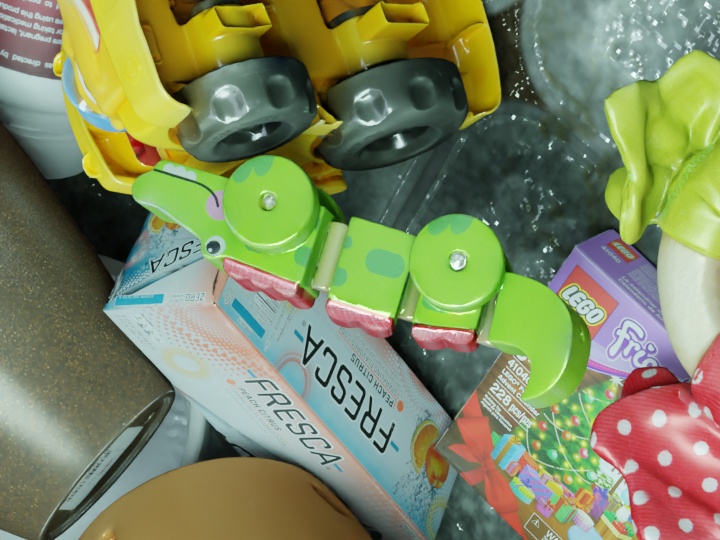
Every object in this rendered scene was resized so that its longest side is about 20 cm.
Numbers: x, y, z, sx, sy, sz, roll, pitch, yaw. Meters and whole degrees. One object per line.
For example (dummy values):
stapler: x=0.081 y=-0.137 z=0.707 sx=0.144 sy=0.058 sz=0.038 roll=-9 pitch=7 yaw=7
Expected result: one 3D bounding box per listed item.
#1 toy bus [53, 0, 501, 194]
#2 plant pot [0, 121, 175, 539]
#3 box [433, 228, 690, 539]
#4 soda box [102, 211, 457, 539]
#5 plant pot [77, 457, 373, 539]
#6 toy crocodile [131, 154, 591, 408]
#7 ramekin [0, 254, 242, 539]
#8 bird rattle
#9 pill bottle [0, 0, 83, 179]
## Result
toy bus: x=-0.070 y=-0.091 z=0.995 sx=0.192 sy=0.199 sz=0.136 roll=-32 pitch=70 yaw=43
plant pot: x=-0.189 y=0.026 z=1.015 sx=0.200 sy=0.187 sz=0.187 roll=41 pitch=124 yaw=7
box: x=0.141 y=0.098 z=0.998 sx=0.200 sy=0.039 sz=0.137 roll=44 pitch=124 yaw=17
soda box: x=-0.030 y=0.050 z=1.023 sx=0.068 sy=0.064 sz=0.200 roll=-3 pitch=141 yaw=36
plant pot: x=-0.051 y=0.179 z=0.986 sx=0.201 sy=0.199 sz=0.140 roll=-63 pitch=34 yaw=31
toy crocodile: x=0.000 y=0.000 z=0.904 sx=0.199 sy=0.068 sz=0.062 roll=18 pitch=83 yaw=10
ramekin: x=-0.154 y=0.099 z=1.121 sx=0.199 sy=0.098 sz=0.201 roll=-8 pitch=62 yaw=15
bird rattle: x=0.165 y=0.012 z=0.886 sx=0.162 sy=0.113 sz=0.201 roll=-9 pitch=79 yaw=24
pill bottle: x=-0.151 y=-0.151 z=1.088 sx=0.113 sy=0.113 sz=0.201 roll=31 pitch=119 yaw=25
